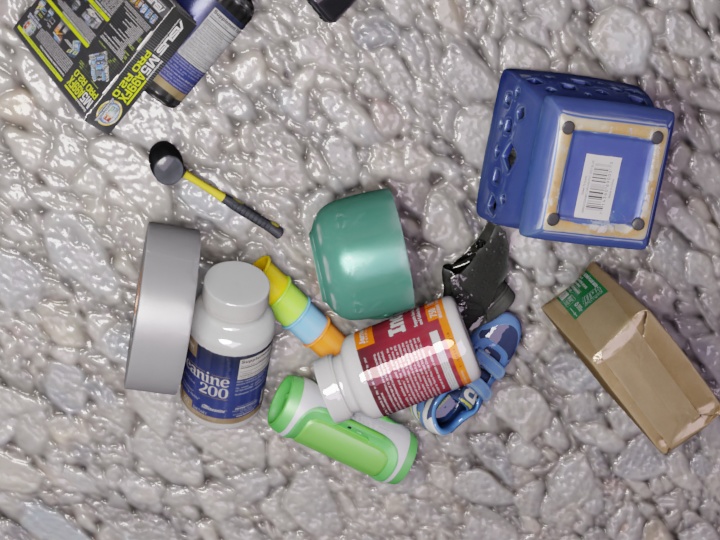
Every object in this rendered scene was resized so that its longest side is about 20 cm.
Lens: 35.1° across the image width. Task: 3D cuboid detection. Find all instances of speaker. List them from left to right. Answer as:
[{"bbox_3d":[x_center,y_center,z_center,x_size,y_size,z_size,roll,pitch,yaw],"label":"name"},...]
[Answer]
[{"bbox_3d":[-0.023,0.215,1.533,0.198,0.089,0.089,28,101,-17],"label":"speaker"}]

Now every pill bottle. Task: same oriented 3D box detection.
[{"bbox_3d":[-0.195,-0.299,1.325,0.111,0.112,0.200,40,97,-19],"label":"pill bottle"},{"bbox_3d":[-0.165,0.092,1.422,0.109,0.112,0.202,4,129,-11],"label":"pill bottle"},{"bbox_3d":[0.046,0.119,1.446,0.197,0.113,0.114,-22,110,5],"label":"pill bottle"}]

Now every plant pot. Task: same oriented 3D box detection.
[{"bbox_3d":[0.273,-0.133,1.425,0.196,0.180,0.204,6,106,-12],"label":"plant pot"}]

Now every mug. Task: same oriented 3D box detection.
[{"bbox_3d":[0.000,-0.001,1.433,0.112,0.152,0.188,-12,110,-3],"label":"mug"}]

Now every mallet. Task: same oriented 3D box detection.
[{"bbox_3d":[-0.177,-0.092,1.418,0.198,0.066,0.041,33,101,-18],"label":"mallet"}]

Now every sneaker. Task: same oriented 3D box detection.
[{"bbox_3d":[0.130,0.035,1.518,0.199,0.060,0.105,-38,110,-2],"label":"sneaker"},{"bbox_3d":[0.153,0.145,1.543,0.074,0.082,0.201,37,96,-17],"label":"sneaker"}]

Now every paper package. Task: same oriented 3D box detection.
[{"bbox_3d":[0.354,0.110,1.504,0.103,0.200,0.191,-39,110,5],"label":"paper package"}]

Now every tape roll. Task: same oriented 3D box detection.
[{"bbox_3d":[-0.241,0.046,1.380,0.065,0.201,0.204,9,106,-13],"label":"tape roll"}]

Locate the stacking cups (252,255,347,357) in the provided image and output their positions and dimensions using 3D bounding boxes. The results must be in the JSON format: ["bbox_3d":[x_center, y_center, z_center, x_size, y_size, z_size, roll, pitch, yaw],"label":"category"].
[{"bbox_3d":[-0.068,0.064,1.493,0.199,0.061,0.061,41,97,-21],"label":"stacking cups"}]

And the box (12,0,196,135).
[{"bbox_3d":[-0.291,-0.274,1.279,0.161,0.200,0.044,-49,146,8],"label":"box"}]

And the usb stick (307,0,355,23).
[{"bbox_3d":[0.015,-0.384,1.373,0.200,0.033,0.055,-46,132,6],"label":"usb stick"}]
